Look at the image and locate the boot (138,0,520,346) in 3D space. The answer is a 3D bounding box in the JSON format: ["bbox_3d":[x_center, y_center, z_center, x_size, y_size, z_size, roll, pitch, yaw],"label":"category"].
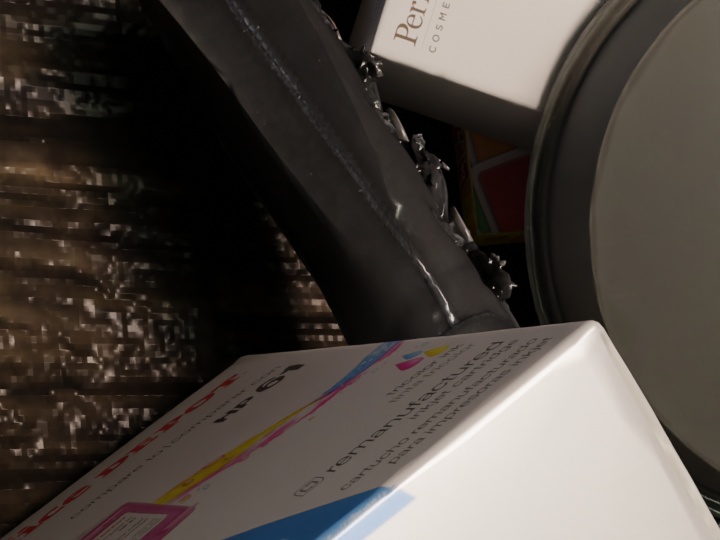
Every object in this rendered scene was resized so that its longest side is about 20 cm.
[{"bbox_3d":[0.000,0.000,0.724,0.065,0.165,0.201,-34,80,-15],"label":"boot"}]

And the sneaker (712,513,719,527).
[{"bbox_3d":[0.120,0.097,0.783,0.086,0.080,0.201,38,82,-33],"label":"sneaker"}]

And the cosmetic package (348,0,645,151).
[{"bbox_3d":[0.104,-0.082,0.764,0.198,0.085,0.109,17,85,-7],"label":"cosmetic package"}]

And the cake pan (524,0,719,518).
[{"bbox_3d":[0.150,-0.015,0.707,0.198,0.037,0.202,0,96,-5],"label":"cake pan"}]

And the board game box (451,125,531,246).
[{"bbox_3d":[0.130,-0.065,0.823,0.198,0.030,0.096,-5,82,-11],"label":"board game box"}]

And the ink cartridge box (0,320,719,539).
[{"bbox_3d":[-0.022,0.089,0.594,0.144,0.200,0.085,-36,101,-26],"label":"ink cartridge box"}]
